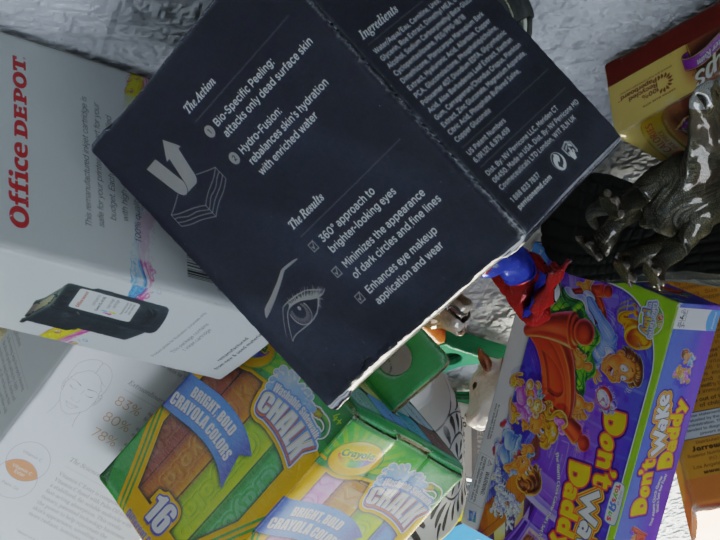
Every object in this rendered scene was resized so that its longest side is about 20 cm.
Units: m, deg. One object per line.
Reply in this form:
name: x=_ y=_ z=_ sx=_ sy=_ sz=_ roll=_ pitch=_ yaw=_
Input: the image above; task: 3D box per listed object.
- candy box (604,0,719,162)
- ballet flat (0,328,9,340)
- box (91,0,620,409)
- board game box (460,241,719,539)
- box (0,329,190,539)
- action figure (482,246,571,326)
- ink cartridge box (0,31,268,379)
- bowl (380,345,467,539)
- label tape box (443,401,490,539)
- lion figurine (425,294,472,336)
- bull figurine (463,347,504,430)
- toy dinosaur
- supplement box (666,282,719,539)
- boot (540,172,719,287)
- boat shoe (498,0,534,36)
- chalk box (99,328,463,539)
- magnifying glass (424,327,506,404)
candy box: x=0.255 y=-0.092 z=1.360 sx=0.116 sy=0.057 sz=0.199 roll=-28 pitch=142 yaw=36
ballet flat: x=-0.168 y=0.030 z=1.483 sx=0.199 sy=0.068 sz=0.062 roll=9 pitch=140 yaw=-26
box: x=-0.005 y=-0.068 z=1.195 sx=0.200 sy=0.117 sz=0.197 roll=47 pitch=136 yaw=-1
board game box: x=0.149 y=0.096 z=1.478 sx=0.045 sy=0.201 sz=0.134 roll=5 pitch=-166 yaw=-42
box: x=-0.164 y=0.080 z=1.428 sx=0.124 sy=0.098 sz=0.200 roll=32 pitch=103 yaw=-29
action figure: x=0.093 y=-0.009 z=1.377 sx=0.052 sy=0.066 sz=0.200 roll=-38 pitch=157 yaw=2
ink cartridge box: x=-0.147 y=-0.036 z=1.291 sx=0.199 sy=0.146 sz=0.083 roll=16 pitch=144 yaw=-32
bowl: x=-0.007 y=0.089 z=1.511 sx=0.200 sy=0.201 sz=0.095 roll=7 pitch=128 yaw=-21
label tape box: x=0.046 y=0.149 z=1.710 sx=0.199 sy=0.064 sz=0.144 roll=16 pitch=153 yaw=-32
lion figurine: x=0.000 y=0.000 z=1.429 sx=0.199 sy=0.073 sz=0.123 roll=-3 pitch=148 yaw=-36
bull figurine: x=0.174 y=0.085 z=1.583 sx=0.199 sy=0.122 sz=0.065 roll=-17 pitch=140 yaw=-7
toy dinosaur: x=0.184 y=-0.040 z=1.307 sx=0.102 sy=0.077 sz=0.200 roll=-34 pitch=169 yaw=-13
supplement box: x=0.232 y=0.077 z=1.503 sx=0.068 sy=0.201 sz=0.067 roll=-12 pitch=150 yaw=2
boot: x=0.219 y=-0.011 z=1.420 sx=0.130 sy=0.068 sz=0.199 roll=16 pitch=175 yaw=-42
boat shoe: x=0.049 y=-0.097 z=1.306 sx=0.067 sy=0.072 sz=0.200 roll=-24 pitch=162 yaw=-23
chalk box: x=-0.033 y=0.107 z=1.360 sx=0.200 sy=0.124 sz=0.124 roll=-50 pitch=139 yaw=8
magnifying glass: x=0.059 y=0.057 z=1.615 sx=0.079 sy=0.023 sz=0.200 roll=-17 pitch=147 yaw=19
